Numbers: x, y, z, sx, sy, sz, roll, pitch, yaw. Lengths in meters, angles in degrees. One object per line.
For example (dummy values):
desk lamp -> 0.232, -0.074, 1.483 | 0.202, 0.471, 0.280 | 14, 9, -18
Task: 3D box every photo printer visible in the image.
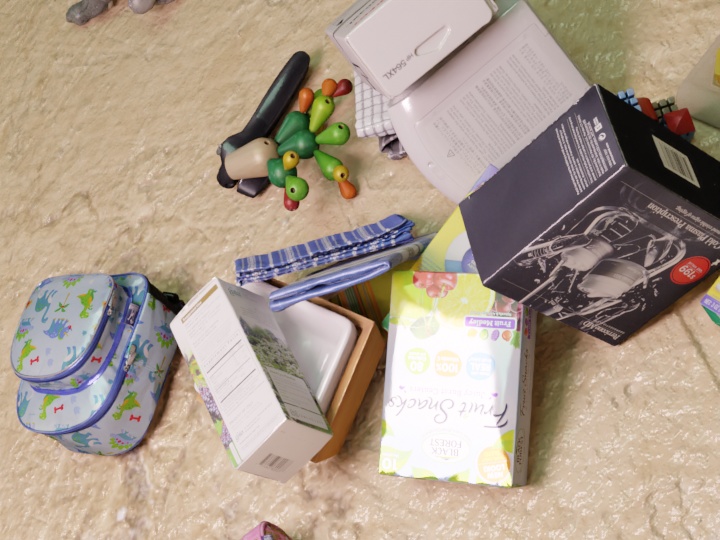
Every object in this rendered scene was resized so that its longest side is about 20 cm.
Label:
photo printer -> 0.139, -0.172, 1.561 | 0.200, 0.167, 0.070 | -40, 15, 8

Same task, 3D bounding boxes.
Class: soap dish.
soap dish -> -0.075, 0.103, 1.581 | 0.199, 0.081, 0.159 | 21, 87, 41

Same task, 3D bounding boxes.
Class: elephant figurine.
elephant figurine -> -0.348, -0.440, 2.101 | 0.154, 0.143, 0.199 | -31, 25, -23

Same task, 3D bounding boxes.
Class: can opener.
can opener -> -0.118, -0.185, 1.828 | 0.202, 0.078, 0.063 | -63, 10, -17

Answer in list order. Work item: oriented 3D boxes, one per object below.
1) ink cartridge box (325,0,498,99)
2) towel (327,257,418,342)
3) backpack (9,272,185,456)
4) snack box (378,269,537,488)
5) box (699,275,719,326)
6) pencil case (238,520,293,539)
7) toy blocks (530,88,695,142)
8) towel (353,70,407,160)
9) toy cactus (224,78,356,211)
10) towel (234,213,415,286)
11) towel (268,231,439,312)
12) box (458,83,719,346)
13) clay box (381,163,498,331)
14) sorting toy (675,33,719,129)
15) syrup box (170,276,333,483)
ink cartridge box -> 0.049, -0.265, 1.555 | 0.146, 0.085, 0.200 | -40, 13, 1
towel -> 0.044, 0.029, 1.602 | 0.199, 0.018, 0.087 | -31, 54, 15
backpack -> -0.321, 0.105, 1.725 | 0.181, 0.147, 0.202 | -4, 64, 36
snack box -> 0.096, 0.104, 1.434 | 0.140, 0.053, 0.203 | 2, 85, 25
box -> 0.418, -0.015, 1.342 | 0.201, 0.048, 0.117 | -51, 47, -4
pencil case -> -0.145, 0.343, 1.499 | 0.199, 0.086, 0.083 | -38, 79, 10
toy blocks -> 0.244, -0.124, 1.432 | 0.198, 0.137, 0.101 | -17, 73, -3
towel -> 0.081, -0.235, 1.691 | 0.164, 0.086, 0.202 | -14, 59, 20
toy cactus -> -0.079, -0.140, 1.737 | 0.163, 0.102, 0.202 | -14, 48, 24
towel -> -0.042, -0.027, 1.589 | 0.197, 0.024, 0.145 | -15, 8, -3
towel -> 0.000, 0.000, 1.526 | 0.145, 0.200, 0.024 | -18, 93, 21
box -> 0.228, -0.044, 1.362 | 0.182, 0.199, 0.105 | -41, 44, 31
clay box -> 0.119, 0.006, 1.507 | 0.114, 0.048, 0.201 | 36, 85, 12
sorting toy -> 0.434, -0.218, 1.461 | 0.184, 0.036, 0.201 | 32, 84, 43
syrup box -> -0.114, 0.110, 1.503 | 0.081, 0.078, 0.201 | -44, 51, 17
